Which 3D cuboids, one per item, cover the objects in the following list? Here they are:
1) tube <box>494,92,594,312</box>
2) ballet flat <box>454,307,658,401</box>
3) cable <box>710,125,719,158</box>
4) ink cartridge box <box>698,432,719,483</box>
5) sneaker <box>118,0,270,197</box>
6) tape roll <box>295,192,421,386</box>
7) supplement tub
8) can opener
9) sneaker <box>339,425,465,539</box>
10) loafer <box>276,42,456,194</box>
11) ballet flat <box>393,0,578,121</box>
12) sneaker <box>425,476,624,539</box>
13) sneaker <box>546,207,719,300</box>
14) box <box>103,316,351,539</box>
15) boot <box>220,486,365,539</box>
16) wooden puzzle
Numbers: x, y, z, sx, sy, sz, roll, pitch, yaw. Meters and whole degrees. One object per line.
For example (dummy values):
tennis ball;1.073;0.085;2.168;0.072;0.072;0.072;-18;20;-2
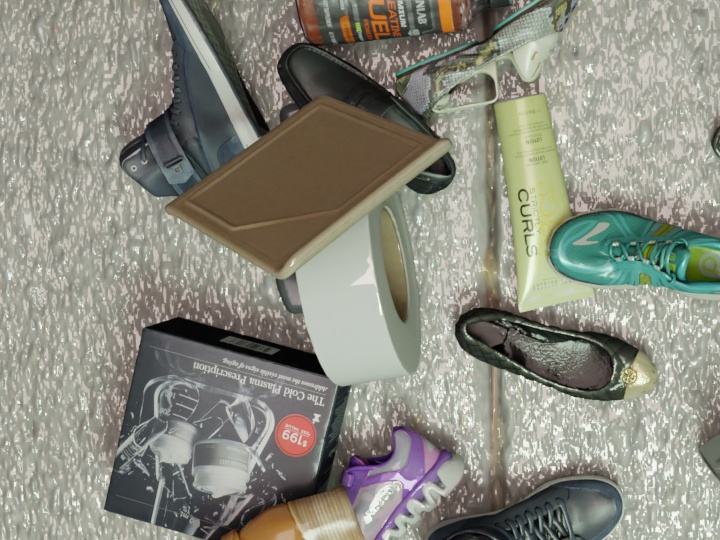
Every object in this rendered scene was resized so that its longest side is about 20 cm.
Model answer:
tube;0.171;-0.066;1.068;0.058;0.052;0.202;-7;97;36
ballet flat;0.184;0.084;1.065;0.198;0.057;0.067;14;95;7
cable;0.428;-0.150;1.041;0.199;0.050;0.097;-34;104;20
ink cartridge box;0.426;0.209;0.990;0.146;0.146;0.201;-37;87;8
sneaker;-0.184;-0.164;1.077;0.145;0.077;0.204;-20;113;11
tape roll;0.000;0.000;1.016;0.070;0.202;0.205;-10;91;13
supplement tub;0.041;-0.273;1.048;0.198;0.107;0.108;-5;91;9
can opener;-0.063;-0.059;1.098;0.066;0.053;0.202;-9;90;8
sneaker;0.006;0.228;1.085;0.088;0.080;0.200;45;92;-2
loafer;0.010;-0.147;1.055;0.200;0.070;0.068;38;80;-8
ballet flat;0.130;-0.199;1.058;0.199;0.072;0.073;-26;88;13
sneaker;0.152;0.254;1.026;0.201;0.146;0.078;-21;87;7
sneaker;0.272;-0.016;1.031;0.198;0.080;0.078;6;91;3
box;-0.124;0.162;1.090;0.198;0.104;0.184;14;95;8
boot;-0.052;0.308;1.009;0.153;0.074;0.202;-22;91;-4
wooden puzzle;-0.045;-0.071;0.934;0.185;0.199;0.037;-39;126;-22
